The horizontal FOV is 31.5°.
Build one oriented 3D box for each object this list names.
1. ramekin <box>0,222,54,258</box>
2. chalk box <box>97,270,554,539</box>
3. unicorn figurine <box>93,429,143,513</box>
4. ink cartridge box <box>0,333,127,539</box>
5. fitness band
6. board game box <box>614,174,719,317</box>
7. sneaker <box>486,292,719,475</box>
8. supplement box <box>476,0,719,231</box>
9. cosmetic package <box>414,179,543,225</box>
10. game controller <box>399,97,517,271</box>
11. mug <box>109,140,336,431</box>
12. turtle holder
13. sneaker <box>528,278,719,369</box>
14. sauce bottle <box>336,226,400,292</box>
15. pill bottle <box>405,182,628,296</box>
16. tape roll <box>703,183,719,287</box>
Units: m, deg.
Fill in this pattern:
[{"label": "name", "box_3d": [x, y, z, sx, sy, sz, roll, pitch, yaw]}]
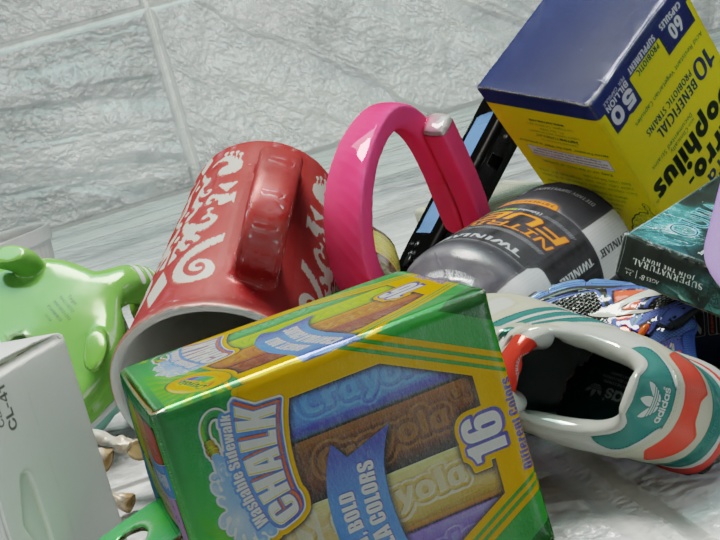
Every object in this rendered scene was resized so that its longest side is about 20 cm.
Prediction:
[{"label": "ramekin", "box_3d": [-0.502, 0.014, 1.722, 0.199, 0.106, 0.200, -16, 10, 3]}, {"label": "chalk box", "box_3d": [-0.036, 0.091, 0.584, 0.199, 0.125, 0.124, -19, 10, -16]}, {"label": "unicorn figurine", "box_3d": [-0.203, 0.114, 0.772, 0.136, 0.074, 0.200, 14, -23, 8]}, {"label": "ink cartridge box", "box_3d": [-0.228, 0.123, 0.639, 0.198, 0.149, 0.086, -10, 13, 23]}, {"label": "fitness band", "box_3d": [0.038, -0.019, 0.855, 0.037, 0.201, 0.144, 4, 51, 32]}, {"label": "board game box", "box_3d": [0.246, -0.014, 0.714, 0.135, 0.028, 0.199, 24, 30, 30]}, {"label": "sneaker", "box_3d": [0.083, 0.044, 0.634, 0.199, 0.071, 0.093, 16, -6, 45]}, {"label": "supplement box", "box_3d": [0.193, -0.094, 0.887, 0.109, 0.200, 0.109, 20, 69, 50]}, {"label": "cosmetic package", "box_3d": [0.130, -0.029, 1.102, 0.103, 0.074, 0.200, -18, 11, -13]}, {"label": "game controller", "box_3d": [0.083, -0.075, 1.036, 0.201, 0.042, 0.104, -62, 17, -2]}, {"label": "mug", "box_3d": [-0.059, 0.001, 0.823, 0.177, 0.133, 0.201, -40, 24, 29]}, {"label": "turtle holder", "box_3d": [-0.227, 0.059, 0.932, 0.140, 0.132, 0.186, 19, 64, 14]}, {"label": "sneaker", "box_3d": [0.159, 0.040, 0.711, 0.198, 0.076, 0.078, -17, 14, 1]}, {"label": "sauce bottle", "box_3d": [0.000, 0.000, 1.002, 0.064, 0.065, 0.200, -15, 9, 3]}, {"label": "pill bottle", "box_3d": [0.093, 0.019, 0.821, 0.106, 0.107, 0.200, -8, 14, 37]}, {"label": "tape roll", "box_3d": [0.274, -0.016, 0.621, 0.198, 0.066, 0.200, 6, 27, -3]}]
